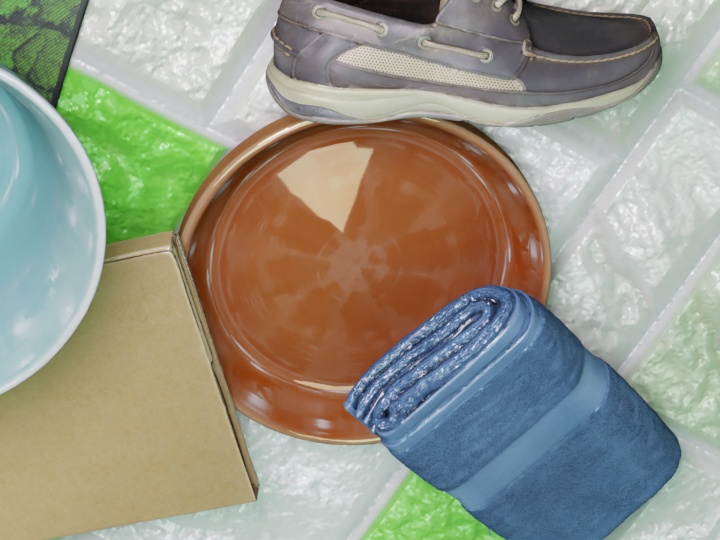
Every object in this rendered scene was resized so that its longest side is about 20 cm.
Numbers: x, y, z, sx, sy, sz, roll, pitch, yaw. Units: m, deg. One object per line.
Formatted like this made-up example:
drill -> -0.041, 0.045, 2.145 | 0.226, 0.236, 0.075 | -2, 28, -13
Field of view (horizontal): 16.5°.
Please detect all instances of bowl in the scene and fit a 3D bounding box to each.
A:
bowl -> -0.224, -0.039, 1.206 | 0.200, 0.105, 0.201 | -3, 118, -5

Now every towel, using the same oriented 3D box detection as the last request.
towel -> 0.086, 0.081, 1.326 | 0.112, 0.049, 0.200 | -40, 136, 9

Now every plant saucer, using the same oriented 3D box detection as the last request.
plant saucer -> 0.000, 0.000, 1.310 | 0.200, 0.032, 0.201 | -4, 118, -7

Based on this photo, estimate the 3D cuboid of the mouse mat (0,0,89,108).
mouse mat -> -0.216, -0.133, 1.220 | 0.161, 0.008, 0.200 | 13, 115, -15

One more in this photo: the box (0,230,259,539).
box -> -0.170, 0.071, 1.310 | 0.199, 0.021, 0.164 | -11, 120, 9

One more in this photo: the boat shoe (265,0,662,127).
boat shoe -> 0.053, -0.116, 1.229 | 0.199, 0.075, 0.073 | -4, 119, -7
